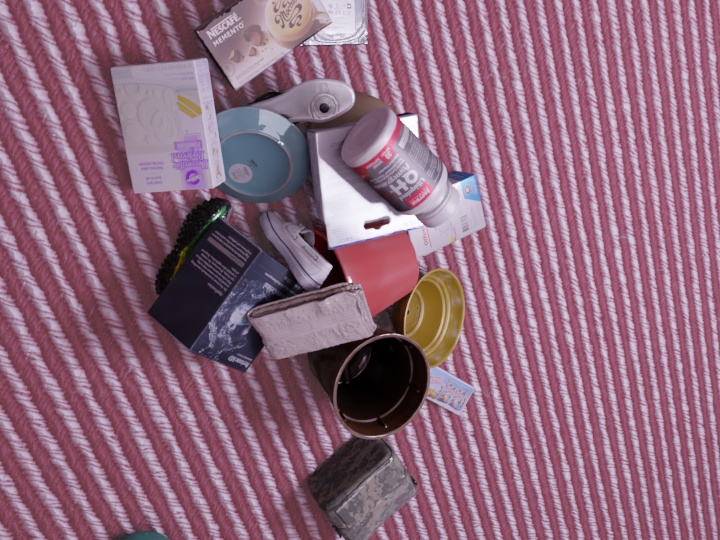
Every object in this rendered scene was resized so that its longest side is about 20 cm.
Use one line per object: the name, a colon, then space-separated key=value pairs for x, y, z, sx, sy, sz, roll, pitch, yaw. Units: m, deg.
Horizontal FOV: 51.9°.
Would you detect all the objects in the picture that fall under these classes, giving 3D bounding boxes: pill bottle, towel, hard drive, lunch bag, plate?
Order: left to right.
plate: x=-0.182 y=-0.186 z=1.256 sx=0.197 sy=0.026 sz=0.202 roll=0 pitch=136 yaw=0
towel: x=-0.078 y=0.089 z=1.251 sx=0.197 sy=0.035 sz=0.133 roll=-16 pitch=137 yaw=5
hard drive: x=-0.055 y=-0.499 z=1.294 sx=0.138 sy=0.038 sz=0.203 roll=-8 pitch=107 yaw=-24
lunch bag: x=0.012 y=0.462 z=1.533 sx=0.199 sy=0.139 sz=0.169 roll=-39 pitch=117 yaw=-11
pill bottle: x=0.071 y=-0.161 z=1.206 sx=0.200 sy=0.111 sz=0.111 roll=39 pitch=86 yaw=-30

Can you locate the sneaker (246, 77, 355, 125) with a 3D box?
sneaker: x=-0.110 y=-0.292 z=1.274 sx=0.197 sy=0.112 sz=0.074 roll=-14 pitch=114 yaw=0

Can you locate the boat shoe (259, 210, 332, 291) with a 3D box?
boat shoe: x=-0.108 y=-0.047 z=1.305 sx=0.067 sy=0.201 sz=0.073 roll=-43 pitch=148 yaw=9

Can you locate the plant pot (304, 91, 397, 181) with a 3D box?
plant pot: x=0.010 y=-0.219 z=1.348 sx=0.198 sy=0.134 sz=0.203 roll=-7 pitch=107 yaw=-23

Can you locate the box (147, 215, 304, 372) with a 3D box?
box: x=-0.220 y=0.047 z=1.269 sx=0.201 sy=0.117 sz=0.197 roll=-54 pitch=154 yaw=-3

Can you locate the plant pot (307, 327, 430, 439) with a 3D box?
plant pot: x=0.001 y=0.188 z=1.419 sx=0.198 sy=0.198 sz=0.203 roll=-7 pitch=106 yaw=-24

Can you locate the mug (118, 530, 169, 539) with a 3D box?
mug: x=-0.404 y=0.579 z=1.375 sx=0.150 sy=0.114 sz=0.188 roll=-14 pitch=110 yaw=-23

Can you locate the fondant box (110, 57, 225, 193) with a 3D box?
fondant box: x=-0.307 y=-0.232 z=1.193 sx=0.142 sy=0.058 sz=0.203 roll=-2 pitch=109 yaw=11

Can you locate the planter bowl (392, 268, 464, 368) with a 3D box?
planter bowl: x=0.122 y=0.091 z=1.502 sx=0.199 sy=0.083 sz=0.203 roll=-12 pitch=106 yaw=-45

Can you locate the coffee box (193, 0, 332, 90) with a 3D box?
coffee box: x=-0.162 y=-0.403 z=1.220 sx=0.199 sy=0.080 sz=0.114 roll=-35 pitch=114 yaw=-1

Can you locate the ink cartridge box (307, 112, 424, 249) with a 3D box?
ink cartridge box: x=0.014 y=-0.155 z=1.266 sx=0.197 sy=0.041 sz=0.203 roll=-14 pitch=110 yaw=-23

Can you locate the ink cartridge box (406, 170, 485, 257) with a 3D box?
ink cartridge box: x=0.144 y=-0.108 z=1.481 sx=0.198 sy=0.068 sz=0.116 roll=-24 pitch=113 yaw=-19

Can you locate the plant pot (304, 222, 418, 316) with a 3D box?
plant pot: x=0.000 y=0.000 z=1.381 sx=0.176 sy=0.200 sz=0.203 roll=-18 pitch=111 yaw=-29

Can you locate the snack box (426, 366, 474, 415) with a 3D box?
snack box: x=0.161 y=0.247 z=1.613 sx=0.199 sy=0.024 sz=0.072 roll=31 pitch=88 yaw=-29

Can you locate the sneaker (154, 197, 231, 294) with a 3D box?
sneaker: x=-0.280 y=-0.037 z=1.297 sx=0.085 sy=0.078 sz=0.201 roll=25 pitch=101 yaw=-36
